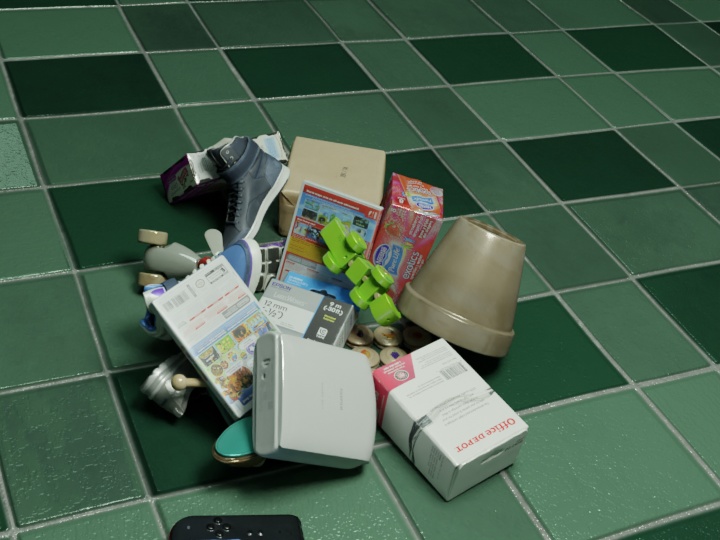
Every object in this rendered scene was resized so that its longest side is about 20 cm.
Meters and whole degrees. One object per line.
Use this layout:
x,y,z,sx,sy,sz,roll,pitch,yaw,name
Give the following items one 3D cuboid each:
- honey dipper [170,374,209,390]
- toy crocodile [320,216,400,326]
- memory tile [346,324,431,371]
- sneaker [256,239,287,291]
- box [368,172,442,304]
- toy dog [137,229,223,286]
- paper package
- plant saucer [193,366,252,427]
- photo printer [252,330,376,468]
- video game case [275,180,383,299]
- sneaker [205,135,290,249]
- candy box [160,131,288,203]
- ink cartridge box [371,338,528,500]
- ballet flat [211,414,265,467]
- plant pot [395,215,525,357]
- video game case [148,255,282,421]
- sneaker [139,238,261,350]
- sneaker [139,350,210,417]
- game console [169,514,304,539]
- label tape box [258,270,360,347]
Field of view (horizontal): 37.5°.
-0.176,0.161,1.503,0.197,0.038,0.038,3,34,-33,honey dipper
0.000,0.000,1.670,0.201,0.068,0.061,53,17,27,toy crocodile
0.030,0.138,1.677,0.196,0.017,0.154,1,37,-13,memory tile
-0.131,-0.017,1.813,0.197,0.082,0.083,-8,22,-34,sneaker
0.062,-0.045,1.766,0.094,0.202,0.100,17,35,-8,box
-0.273,-0.009,1.731,0.197,0.134,0.096,27,7,9,toy dog
-0.052,-0.144,1.959,0.187,0.105,0.202,10,37,-1,paper package
-0.201,0.151,1.526,0.069,0.019,0.202,-19,73,-46,plant saucer
-0.056,0.183,1.454,0.198,0.069,0.170,19,63,-42,photo printer
-0.056,-0.029,1.731,0.141,0.204,0.017,20,12,13,video game case
-0.224,-0.135,1.821,0.076,0.146,0.205,3,59,51,sneaker
-0.249,-0.187,1.939,0.198,0.136,0.062,-20,89,-34,candy box
0.122,0.212,1.533,0.143,0.085,0.200,-21,50,-32,ink cartridge box
-0.132,0.226,1.469,0.067,0.073,0.200,27,40,20,ballet flat
0.176,0.016,1.683,0.197,0.176,0.200,21,11,-4,plant pot
-0.187,0.092,1.499,0.143,0.018,0.201,-36,87,-40,video game case
-0.247,0.031,1.578,0.145,0.201,0.081,3,45,-45,sneaker
-0.239,0.150,1.566,0.082,0.075,0.200,47,41,1,sneaker
-0.142,0.382,1.296,0.173,0.031,0.202,0,38,-14,game console
-0.088,0.076,1.646,0.141,0.067,0.202,17,54,13,label tape box
